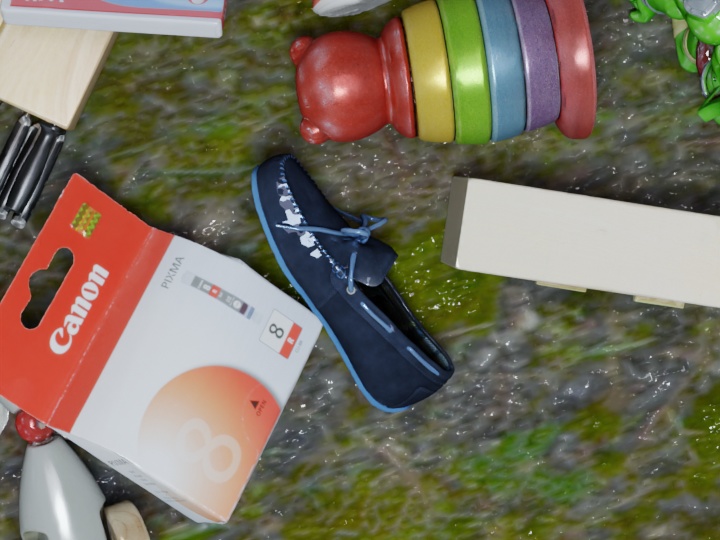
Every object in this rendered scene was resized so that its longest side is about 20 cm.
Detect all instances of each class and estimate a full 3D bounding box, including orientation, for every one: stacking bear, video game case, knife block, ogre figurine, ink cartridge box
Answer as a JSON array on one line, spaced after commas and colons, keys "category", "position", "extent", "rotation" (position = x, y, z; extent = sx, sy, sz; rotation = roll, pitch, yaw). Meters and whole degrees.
[{"category": "stacking bear", "position": [0.053, -0.135, 1.255], "extent": [0.199, 0.114, 0.122], "rotation": [-9, 95, -1]}, {"category": "video game case", "position": [-0.148, -0.242, 1.206], "extent": [0.142, 0.017, 0.201], "rotation": [4, 61, 3]}, {"category": "knife block", "position": [-0.203, -0.131, 1.247], "extent": [0.199, 0.064, 0.176], "rotation": [-20, 96, -5]}, {"category": "ogre figurine", "position": [0.266, -0.138, 1.266], "extent": [0.098, 0.120, 0.201], "rotation": [-26, 97, -4]}, {"category": "ink cartridge box", "position": [-0.137, 0.050, 1.223], "extent": [0.200, 0.050, 0.163], "rotation": [37, 65, -25]}]

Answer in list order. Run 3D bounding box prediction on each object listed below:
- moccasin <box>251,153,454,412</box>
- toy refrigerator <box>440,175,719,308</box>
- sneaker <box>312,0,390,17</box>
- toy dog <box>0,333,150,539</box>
[{"category": "moccasin", "position": [0.000, 0.000, 1.269], "extent": [0.068, 0.081, 0.200], "rotation": [-24, 110, 27]}, {"category": "toy refrigerator", "position": [0.161, -0.017, 1.286], "extent": [0.199, 0.076, 0.070], "rotation": [8, 93, -7]}, {"category": "sneaker", "position": [0.050, -0.243, 1.262], "extent": [0.199, 0.077, 0.082], "rotation": [-21, 88, -5]}, {"category": "toy dog", "position": [-0.214, 0.138, 1.256], "extent": [0.131, 0.096, 0.201], "rotation": [2, 81, -24]}]
